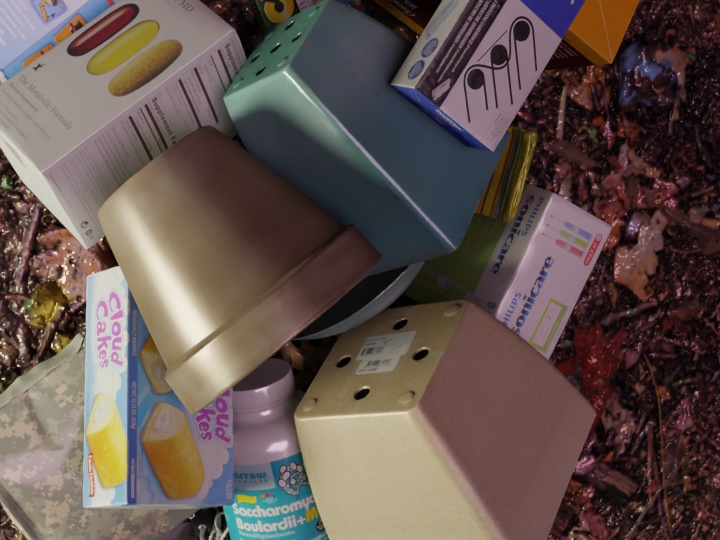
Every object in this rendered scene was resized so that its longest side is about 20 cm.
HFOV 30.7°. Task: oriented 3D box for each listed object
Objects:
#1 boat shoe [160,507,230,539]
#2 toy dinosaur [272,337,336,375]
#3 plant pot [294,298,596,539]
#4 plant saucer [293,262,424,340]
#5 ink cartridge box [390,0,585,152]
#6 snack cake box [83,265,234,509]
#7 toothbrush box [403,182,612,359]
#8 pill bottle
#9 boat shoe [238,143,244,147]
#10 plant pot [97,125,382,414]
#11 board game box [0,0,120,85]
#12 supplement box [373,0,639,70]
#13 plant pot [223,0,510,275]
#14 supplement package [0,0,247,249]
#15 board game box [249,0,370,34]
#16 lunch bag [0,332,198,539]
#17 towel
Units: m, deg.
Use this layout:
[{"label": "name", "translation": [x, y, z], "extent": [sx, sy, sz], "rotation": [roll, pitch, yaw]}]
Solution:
[{"label": "boat shoe", "translation": [-0.140, 0.255, 1.290], "extent": [0.199, 0.068, 0.074], "rotation": [-6, 105, -25]}, {"label": "toy dinosaur", "translation": [-0.034, 0.088, 1.280], "extent": [0.200, 0.101, 0.058], "rotation": [13, 108, -51]}, {"label": "plant pot", "translation": [0.059, 0.139, 1.156], "extent": [0.177, 0.199, 0.200], "rotation": [56, 45, -28]}, {"label": "plant saucer", "translation": [0.000, 0.000, 1.202], "extent": [0.201, 0.201, 0.039], "rotation": [-45, 116, -9]}, {"label": "ink cartridge box", "translation": [0.117, -0.205, 1.057], "extent": [0.094, 0.044, 0.200], "rotation": [34, 84, -30]}, {"label": "snack cake box", "translation": [-0.172, 0.102, 1.124], "extent": [0.115, 0.067, 0.201], "rotation": [9, 73, -43]}, {"label": "toothbrush box", "translation": [0.126, -0.015, 1.276], "extent": [0.086, 0.200, 0.146], "rotation": [25, 91, -31]}, {"label": "pill bottle", "translation": [-0.078, 0.185, 1.206], "extent": [0.111, 0.111, 0.200], "rotation": [-19, 110, -20]}, {"label": "boat shoe", "translation": [-0.103, -0.076, 1.229], "extent": [0.200, 0.075, 0.068], "rotation": [8, 127, -35]}, {"label": "plant pot", "translation": [-0.110, -0.015, 1.052], "extent": [0.200, 0.200, 0.174], "rotation": [-38, 92, -12]}, {"label": "board game box", "translation": [-0.287, -0.229, 1.113], "extent": [0.200, 0.037, 0.151], "rotation": [-42, 118, -12]}, {"label": "supplement box", "translation": [0.122, -0.288, 1.193], "extent": [0.197, 0.200, 0.133], "rotation": [31, 77, -29]}, {"label": "plant pot", "translation": [-0.006, -0.118, 1.105], "extent": [0.200, 0.141, 0.141], "rotation": [44, 54, -24]}, {"label": "supplement package", "translation": [-0.200, -0.138, 1.113], "extent": [0.200, 0.114, 0.110], "rotation": [-40, 148, -15]}, {"label": "board game box", "translation": [-0.063, -0.284, 1.218], "extent": [0.105, 0.023, 0.200], "rotation": [-30, 114, -14]}, {"label": "lunch bag", "translation": [-0.253, 0.165, 1.185], "extent": [0.164, 0.118, 0.200], "rotation": [-36, 120, -16]}, {"label": "towel", "translation": [0.066, -0.111, 1.236], "extent": [0.018, 0.200, 0.086], "rotation": [4, 102, -59]}]
